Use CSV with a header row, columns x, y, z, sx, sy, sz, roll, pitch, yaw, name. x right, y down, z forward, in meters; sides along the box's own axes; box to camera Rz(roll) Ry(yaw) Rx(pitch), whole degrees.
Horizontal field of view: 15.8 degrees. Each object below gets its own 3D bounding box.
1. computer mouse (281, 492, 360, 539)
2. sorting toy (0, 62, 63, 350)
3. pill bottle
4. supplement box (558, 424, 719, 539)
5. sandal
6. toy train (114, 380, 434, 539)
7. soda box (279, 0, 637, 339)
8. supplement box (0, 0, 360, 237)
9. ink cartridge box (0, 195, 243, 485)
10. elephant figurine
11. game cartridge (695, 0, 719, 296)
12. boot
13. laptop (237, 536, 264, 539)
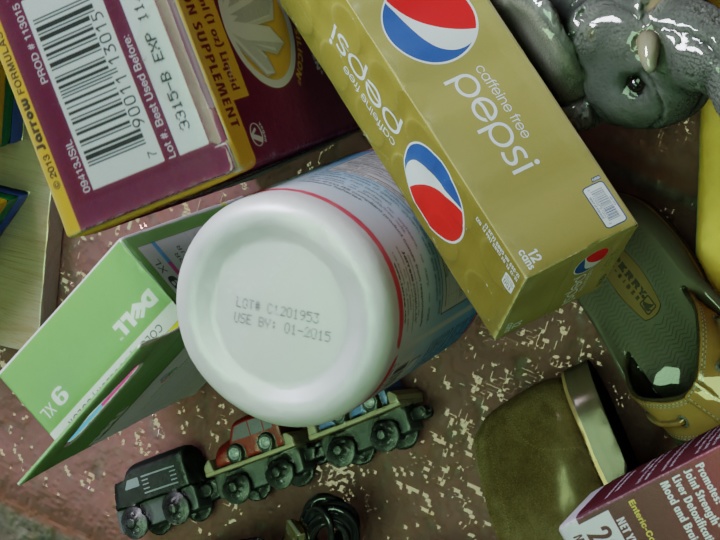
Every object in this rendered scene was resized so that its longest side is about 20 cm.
x,y,z,sx,sy,sz,roll,pitch,yaw,name
0.051,0.182,1.351,0.199,0.044,0.110,15,122,17,computer mouse
-0.263,-0.066,1.419,0.199,0.070,0.200,12,106,20,sorting toy
0.000,0.000,1.249,0.108,0.200,0.110,5,103,22,pill bottle
0.203,0.111,1.162,0.199,0.061,0.109,-31,89,23,supplement box
0.158,0.041,1.230,0.082,0.054,0.200,-47,66,24,sandal
-0.050,0.096,1.385,0.199,0.034,0.046,-21,80,26,toy train
0.041,-0.075,1.187,0.201,0.064,0.068,59,158,17,soda box
-0.078,-0.105,1.260,0.103,0.200,0.132,-21,93,26,supplement box
-0.113,0.030,1.303,0.059,0.200,0.104,47,114,7,ink cartridge box
0.114,-0.121,1.205,0.141,0.155,0.201,-21,86,15,elephant figurine
0.248,-0.063,1.228,0.175,0.032,0.201,6,101,22,game cartridge
0.118,0.151,1.285,0.075,0.074,0.201,-23,74,8,boot
-0.087,0.256,1.385,0.188,0.115,0.200,64,158,-1,laptop
